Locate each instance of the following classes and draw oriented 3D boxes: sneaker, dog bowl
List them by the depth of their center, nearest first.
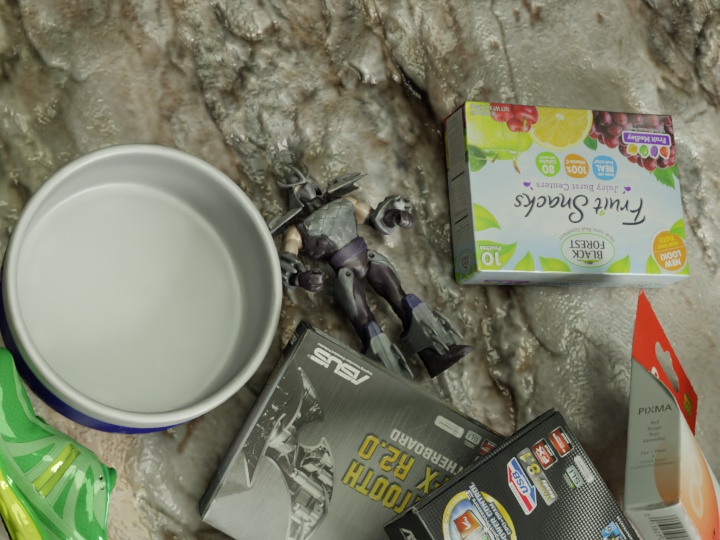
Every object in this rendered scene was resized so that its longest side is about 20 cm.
[{"bbox_3d":[-0.215,0.142,1.014,0.083,0.074,0.202,-24,96,-22],"label":"sneaker"},{"bbox_3d":[-0.161,0.015,1.059,0.197,0.079,0.203,5,76,-20],"label":"dog bowl"}]

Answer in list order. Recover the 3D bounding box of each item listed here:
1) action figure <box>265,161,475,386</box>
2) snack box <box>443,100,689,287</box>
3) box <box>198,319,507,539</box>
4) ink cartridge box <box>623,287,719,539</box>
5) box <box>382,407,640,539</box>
[{"bbox_3d":[0.000,0.000,1.132,0.129,0.069,0.201,-33,87,-19],"label":"action figure"},{"bbox_3d":[0.171,-0.060,1.219,0.197,0.053,0.145,1,78,-21],"label":"snack box"},{"bbox_3d":[0.003,0.154,1.074,0.198,0.048,0.160,31,90,-11],"label":"box"},{"bbox_3d":[0.254,0.137,1.131,0.163,0.050,0.202,54,39,-41],"label":"ink cartridge box"},{"bbox_3d":[0.129,0.217,0.999,0.159,0.044,0.201,-26,80,-40],"label":"box"}]
